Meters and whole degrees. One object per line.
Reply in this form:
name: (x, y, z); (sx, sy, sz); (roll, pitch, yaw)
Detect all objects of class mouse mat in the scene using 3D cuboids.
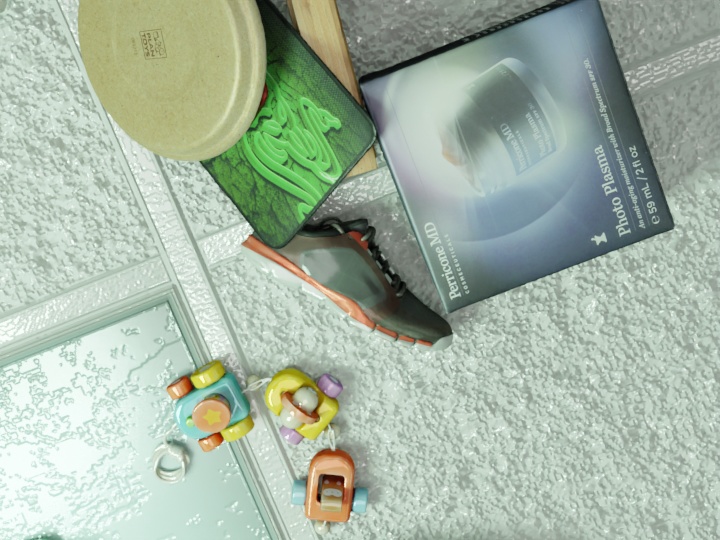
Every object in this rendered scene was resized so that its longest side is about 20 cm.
mouse mat: (-0.089, -0.133, 1.026); (0.200, 0.008, 0.161); (49, 128, 8)

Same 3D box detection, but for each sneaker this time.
sneaker: (0.000, 0.000, 1.086); (0.200, 0.077, 0.082); (28, 94, -6)

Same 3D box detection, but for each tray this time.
tray: (-0.030, -0.180, 1.033); (0.037, 0.099, 0.200); (-16, 101, -3)

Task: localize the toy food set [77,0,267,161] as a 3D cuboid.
toy food set: (-0.151, -0.185, 1.014); (0.198, 0.049, 0.200); (-18, 97, 38)

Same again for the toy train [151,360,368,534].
toy train: (-0.084, 0.159, 1.125); (0.200, 0.056, 0.151); (11, 101, -3)

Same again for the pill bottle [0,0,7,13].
pill bottle: (-0.392, -0.231, 1.015); (0.200, 0.111, 0.112); (-8, 101, 1)

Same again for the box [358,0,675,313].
box: (0.123, -0.097, 1.041); (0.198, 0.123, 0.200); (-21, 100, 5)
